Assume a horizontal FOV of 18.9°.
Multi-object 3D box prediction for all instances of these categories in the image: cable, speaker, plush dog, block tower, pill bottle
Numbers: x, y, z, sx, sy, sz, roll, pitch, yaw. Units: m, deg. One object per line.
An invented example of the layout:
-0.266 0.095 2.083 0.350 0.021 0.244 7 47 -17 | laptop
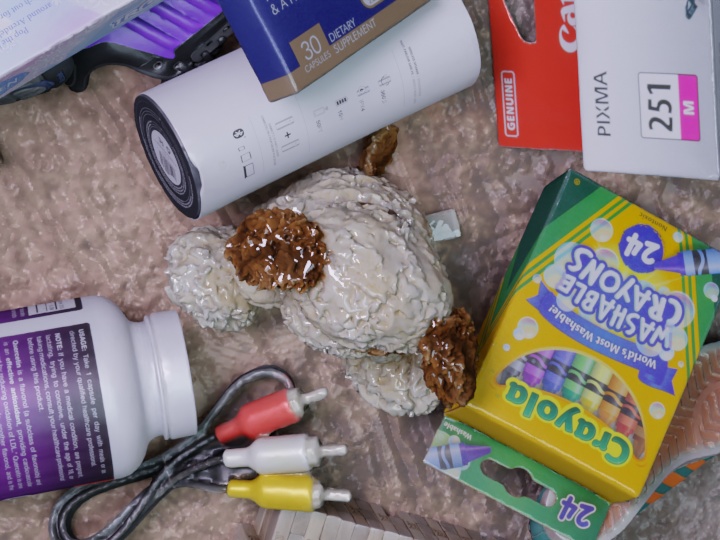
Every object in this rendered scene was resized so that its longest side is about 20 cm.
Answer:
-0.106 0.118 1.351 0.198 0.050 0.098 -13 82 3 | cable
-0.029 -0.107 1.278 0.199 0.081 0.082 -27 109 -19 | speaker
0.000 0.000 1.288 0.199 0.172 0.161 26 98 -16 | plush dog
0.021 0.188 1.406 0.199 0.054 0.058 15 101 -16 | block tower
-0.202 0.079 1.299 0.198 0.112 0.113 -9 106 -9 | pill bottle

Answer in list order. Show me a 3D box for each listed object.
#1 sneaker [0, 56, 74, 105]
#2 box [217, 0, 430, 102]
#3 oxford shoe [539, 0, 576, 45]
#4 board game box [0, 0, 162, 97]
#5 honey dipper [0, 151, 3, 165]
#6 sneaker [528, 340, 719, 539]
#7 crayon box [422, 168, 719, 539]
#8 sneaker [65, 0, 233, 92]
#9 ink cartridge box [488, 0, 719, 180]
-0.264 -0.127 1.249 0.199 0.075 0.088 -13 89 9 | sneaker
-0.050 -0.209 1.196 0.121 0.032 0.201 -38 105 -36 | box
0.183 -0.217 1.319 0.071 0.074 0.201 34 96 -18 | oxford shoe
-0.206 -0.209 1.197 0.199 0.043 0.200 -32 84 -16 | board game box
-0.305 -0.026 1.291 0.199 0.038 0.038 -33 109 0 | honey dipper
0.185 0.114 1.419 0.199 0.080 0.072 -35 87 -20 | sneaker
0.138 0.056 1.347 0.125 0.052 0.201 28 74 -8 | crayon box
-0.097 -0.158 1.283 0.199 0.070 0.100 -16 109 2 | sneaker
0.139 -0.160 1.285 0.043 0.173 0.202 -26 116 -52 | ink cartridge box
